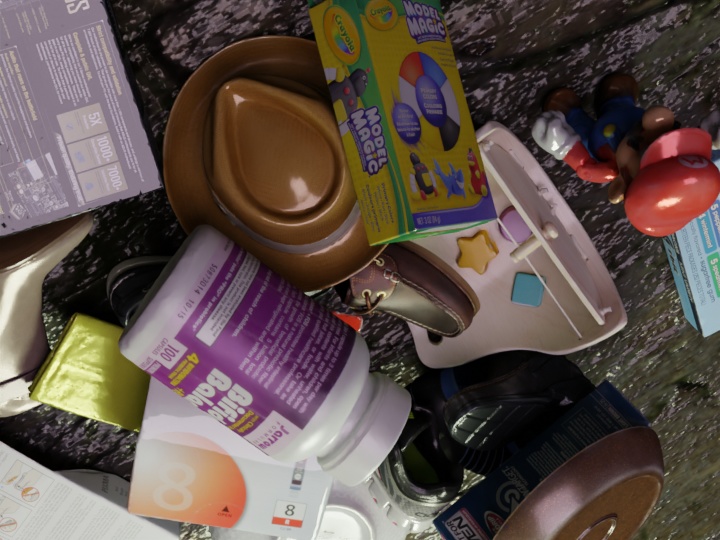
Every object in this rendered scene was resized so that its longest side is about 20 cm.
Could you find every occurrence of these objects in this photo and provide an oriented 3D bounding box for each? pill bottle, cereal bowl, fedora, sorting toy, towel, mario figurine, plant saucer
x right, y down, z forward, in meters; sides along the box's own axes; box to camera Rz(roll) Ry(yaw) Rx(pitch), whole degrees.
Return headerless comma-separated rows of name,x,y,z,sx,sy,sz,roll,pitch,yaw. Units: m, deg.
pill bottle,-0.064,0.067,0.819,0.199,0.112,0.113,36,104,-11
cereal bowl,-0.040,0.227,1.046,0.198,0.083,0.202,-6,117,-12
fedora,-0.059,-0.083,0.836,0.198,0.082,0.203,0,86,3
sorting toy,0.093,-0.006,0.958,0.179,0.107,0.201,-33,104,19
towel,-0.173,0.097,0.960,0.199,0.018,0.087,24,104,-37
mario figurine,0.213,-0.111,0.873,0.106,0.200,0.124,37,102,-28
plant saucer,0.189,0.217,0.968,0.199,0.035,0.201,-25,142,-21

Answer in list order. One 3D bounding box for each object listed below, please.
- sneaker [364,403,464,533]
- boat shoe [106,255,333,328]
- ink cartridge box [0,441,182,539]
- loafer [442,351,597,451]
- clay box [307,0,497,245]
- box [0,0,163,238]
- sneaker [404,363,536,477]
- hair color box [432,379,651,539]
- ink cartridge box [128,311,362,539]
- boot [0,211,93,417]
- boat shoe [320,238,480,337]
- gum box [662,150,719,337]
sneaker,0.018,0.130,0.976,0.201,0.074,0.087,52,135,0
boat shoe,-0.107,0.018,0.931,0.197,0.066,0.075,-2,117,-13
ink cartridge box,-0.285,0.240,1.017,0.199,0.050,0.163,34,104,-18
loafer,0.130,0.107,0.993,0.199,0.073,0.073,3,137,-52
clay box,0.030,-0.125,0.824,0.047,0.114,0.202,-16,87,37
box,-0.243,-0.136,0.790,0.162,0.086,0.202,-18,109,-5
sneaker,0.108,0.155,1.064,0.077,0.071,0.200,-25,129,25
hair color box,0.165,0.196,1.003,0.199,0.061,0.100,-38,145,-8
ink cartridge box,-0.093,0.119,0.907,0.160,0.050,0.202,10,121,-7
boot,-0.279,0.043,0.906,0.198,0.070,0.147,-23,126,-1
boat shoe,0.000,0.000,0.912,0.199,0.071,0.071,32,145,0
gum box,0.372,-0.057,1.031,0.198,0.045,0.171,-26,119,0
